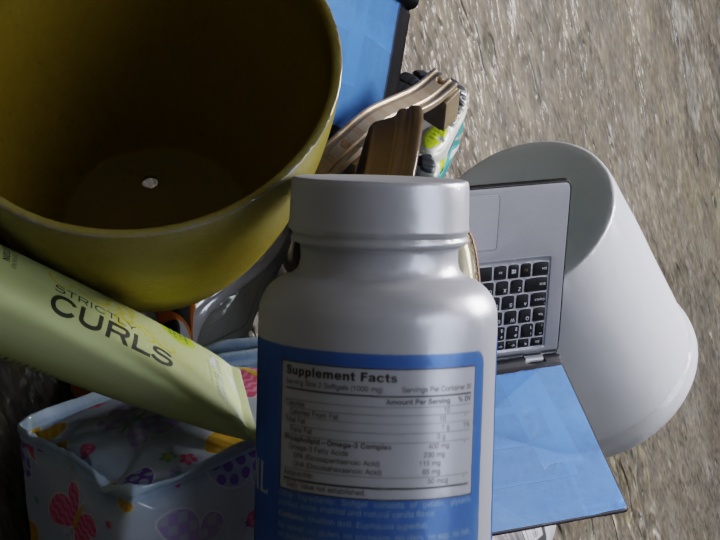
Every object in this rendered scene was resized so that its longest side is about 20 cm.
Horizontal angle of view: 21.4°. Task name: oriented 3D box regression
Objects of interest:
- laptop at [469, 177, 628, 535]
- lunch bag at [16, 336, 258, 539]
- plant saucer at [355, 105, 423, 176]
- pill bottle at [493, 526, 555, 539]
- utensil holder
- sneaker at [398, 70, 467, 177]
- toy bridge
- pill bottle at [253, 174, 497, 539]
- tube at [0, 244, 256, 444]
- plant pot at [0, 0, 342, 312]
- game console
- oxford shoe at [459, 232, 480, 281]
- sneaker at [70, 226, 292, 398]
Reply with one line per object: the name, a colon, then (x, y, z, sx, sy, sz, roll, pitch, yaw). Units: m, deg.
laptop: (0.078, 0.056, 1.246, 0.186, 0.116, 0.202, -6, 110, -26)
lunch bag: (-0.065, 0.135, 0.975, 0.199, 0.127, 0.171, -20, 118, -36)
plant saucer: (0.000, 0.000, 1.104, 0.200, 0.029, 0.202, -167, -90, -86)
pill bottle: (0.070, 0.201, 1.350, 0.200, 0.110, 0.112, -21, 106, -63)
utensil holder: (0.157, 0.023, 1.489, 0.201, 0.168, 0.171, 58, 38, -43)
sneaker: (0.026, -0.057, 1.332, 0.200, 0.077, 0.080, -53, 154, -43)
toy bridge: (-0.009, -0.061, 1.190, 0.200, 0.027, 0.067, -44, 159, -24)
pill bottle: (0.007, 0.059, 0.867, 0.112, 0.111, 0.202, -7, 100, -64)
tube: (-0.137, 0.026, 0.885, 0.199, 0.052, 0.058, 25, 58, -20)
plant pot: (-0.109, -0.059, 0.955, 0.143, 0.198, 0.201, 92, 11, -56)
game console: (0.038, -0.162, 1.180, 0.120, 0.171, 0.200, 70, 16, 9)
oxford shoe: (0.034, 0.052, 1.171, 0.074, 0.070, 0.202, 78, 23, -70)
sneaker: (-0.095, 0.040, 1.084, 0.200, 0.075, 0.093, -54, 142, -42)
